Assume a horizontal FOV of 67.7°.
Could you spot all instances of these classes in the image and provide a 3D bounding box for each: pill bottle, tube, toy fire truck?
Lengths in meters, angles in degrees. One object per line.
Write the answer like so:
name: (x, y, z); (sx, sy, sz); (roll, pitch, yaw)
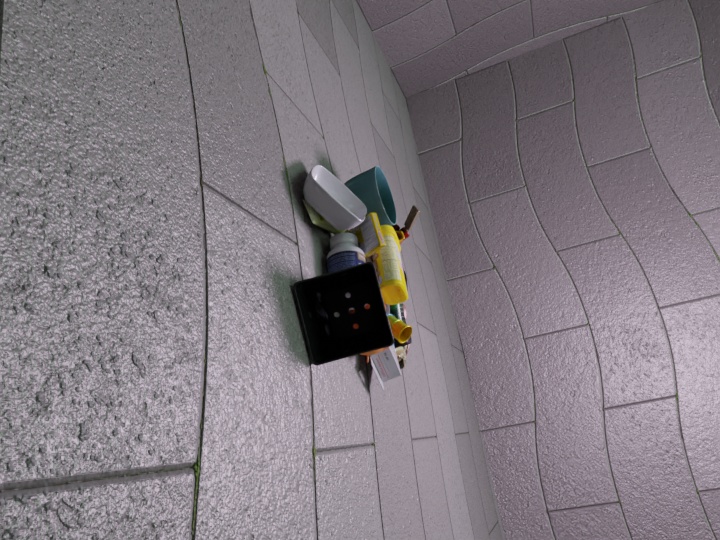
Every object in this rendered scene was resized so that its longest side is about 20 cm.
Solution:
pill bottle: (-0.037, 0.000, 1.507); (0.111, 0.110, 0.201); (45, 33, -58)
tube: (-0.103, -0.145, 1.542); (0.200, 0.058, 0.052); (21, 90, -64)
toy fire truck: (0.107, -0.166, 1.893); (0.177, 0.199, 0.129); (57, 3, 16)

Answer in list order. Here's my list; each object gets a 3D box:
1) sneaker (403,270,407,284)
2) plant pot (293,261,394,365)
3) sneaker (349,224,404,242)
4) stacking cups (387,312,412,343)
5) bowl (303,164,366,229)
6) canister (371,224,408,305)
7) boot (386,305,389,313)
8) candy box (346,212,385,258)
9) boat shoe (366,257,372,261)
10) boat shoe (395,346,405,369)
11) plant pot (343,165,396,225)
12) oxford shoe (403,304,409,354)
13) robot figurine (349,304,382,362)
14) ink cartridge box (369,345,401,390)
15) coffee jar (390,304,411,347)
sneaker: (0.107, -0.012, 1.817); (0.078, 0.070, 0.201); (21, 50, -61)
plant pot: (-0.030, 0.102, 1.326); (0.177, 0.199, 0.201); (10, 65, -83)
sneaker: (0.053, -0.123, 1.727); (0.199, 0.077, 0.073); (6, 51, -35)
stacking cups: (0.069, 0.143, 1.632); (0.200, 0.061, 0.061); (35, -11, 38)
bowl: (-0.081, -0.198, 1.513); (0.200, 0.075, 0.200); (42, 17, -11)
canister: (0.084, -0.014, 1.621); (0.149, 0.086, 0.201); (59, 20, -58)
boot: (0.041, 0.064, 1.746); (0.074, 0.095, 0.202); (-100, -178, -86)
candy box: (-0.002, -0.080, 1.577); (0.026, 0.200, 0.103); (-8, 73, -37)
boat shoe: (0.000, 0.000, 1.650); (0.075, 0.092, 0.201); (-72, 146, -72)
boat shoe: (0.118, 0.298, 1.820); (0.201, 0.073, 0.064); (49, 28, -72)
plant pot: (0.012, -0.226, 1.786); (0.200, 0.160, 0.202); (-16, 90, -73)
oxford shoe: (0.132, 0.217, 1.978); (0.074, 0.070, 0.201); (11, 62, -42)
robot figurine: (0.020, 0.158, 1.547); (0.116, 0.143, 0.201); (32, 42, -36)
ink cartridge box: (0.070, 0.253, 1.635); (0.200, 0.066, 0.116); (-101, 169, -60)
coffee jar: (0.108, 0.166, 1.843); (0.085, 0.104, 0.202); (9, 66, -68)
